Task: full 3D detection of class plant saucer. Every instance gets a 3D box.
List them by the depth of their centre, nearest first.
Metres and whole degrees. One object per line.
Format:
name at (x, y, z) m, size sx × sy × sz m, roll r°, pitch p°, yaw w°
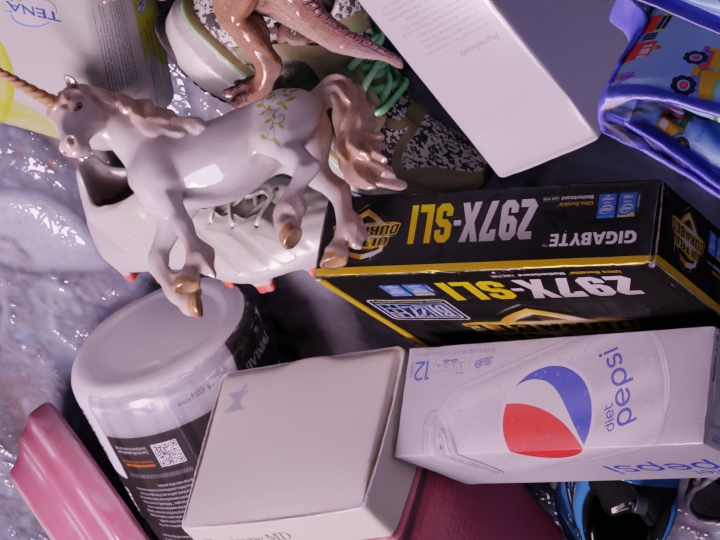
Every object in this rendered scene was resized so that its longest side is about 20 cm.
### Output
plant saucer at (-0.161, 0.178, 1.754) m, size 0.201 × 0.051 × 0.201 m, roll 53°, pitch 171°, yaw 13°

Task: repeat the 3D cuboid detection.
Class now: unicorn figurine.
unicorn figurine at (-0.082, -0.052, 1.448) m, size 0.200 × 0.138 × 0.074 m, roll -12°, pitch 154°, yaw -3°

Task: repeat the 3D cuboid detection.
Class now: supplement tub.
supplement tub at (-0.083, 0.115, 1.681) m, size 0.122 × 0.123 × 0.200 m, roll -5°, pitch 124°, yaw 33°

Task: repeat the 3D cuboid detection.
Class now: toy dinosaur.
toy dinosaur at (-0.062, -0.172, 1.384) m, size 0.200 × 0.086 × 0.136 m, roll 42°, pitch 141°, yaw 28°

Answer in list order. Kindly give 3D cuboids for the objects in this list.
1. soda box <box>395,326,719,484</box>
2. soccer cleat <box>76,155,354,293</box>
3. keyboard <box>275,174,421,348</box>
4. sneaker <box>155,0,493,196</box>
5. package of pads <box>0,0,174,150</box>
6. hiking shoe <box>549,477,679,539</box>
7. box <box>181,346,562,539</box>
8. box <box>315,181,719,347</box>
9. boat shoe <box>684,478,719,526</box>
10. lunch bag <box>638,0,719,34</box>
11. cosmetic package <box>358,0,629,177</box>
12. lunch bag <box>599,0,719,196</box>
soda box at (0.117, 0.073, 1.458) m, size 0.200 × 0.064 × 0.068 m, roll -5°, pitch 160°, yaw 39°
soccer cleat at (-0.086, -0.034, 1.582) m, size 0.200 × 0.069 × 0.078 m, roll -1°, pitch 127°, yaw 41°
keyboard at (0.000, 0.000, 1.612) m, size 0.200 × 0.011 × 0.056 m, roll 37°, pitch 137°, yaw -4°
sneaker at (-0.010, -0.109, 1.484) m, size 0.200 × 0.077 × 0.089 m, roll 31°, pitch 125°, yaw -2°
package of pads at (-0.205, -0.156, 1.535) m, size 0.200 × 0.068 × 0.155 m, roll 16°, pitch 134°, yaw 30°
hiking shoe at (0.140, 0.135, 1.566) m, size 0.074 × 0.087 × 0.200 m, roll 10°, pitch 152°, yaw 6°
box at (0.010, 0.148, 1.586) m, size 0.128 × 0.109 × 0.200 m, roll -10°, pitch 139°, yaw 32°
box at (0.101, 0.005, 1.465) m, size 0.200 × 0.049 × 0.160 m, roll -2°, pitch 158°, yaw 31°
boat shoe at (0.261, 0.098, 1.505) m, size 0.200 × 0.068 × 0.072 m, roll -16°, pitch 118°, yaw 39°
lunch bag at (0.241, -0.151, 1.236) m, size 0.200 × 0.151 × 0.094 m, roll 29°, pitch 137°, yaw 5°
cosmetic package at (0.053, -0.155, 1.379) m, size 0.074 × 0.102 × 0.200 m, roll -22°, pitch 113°, yaw 42°
lunch bag at (0.211, -0.090, 1.298) m, size 0.200 × 0.151 × 0.094 m, roll 23°, pitch 135°, yaw 10°
